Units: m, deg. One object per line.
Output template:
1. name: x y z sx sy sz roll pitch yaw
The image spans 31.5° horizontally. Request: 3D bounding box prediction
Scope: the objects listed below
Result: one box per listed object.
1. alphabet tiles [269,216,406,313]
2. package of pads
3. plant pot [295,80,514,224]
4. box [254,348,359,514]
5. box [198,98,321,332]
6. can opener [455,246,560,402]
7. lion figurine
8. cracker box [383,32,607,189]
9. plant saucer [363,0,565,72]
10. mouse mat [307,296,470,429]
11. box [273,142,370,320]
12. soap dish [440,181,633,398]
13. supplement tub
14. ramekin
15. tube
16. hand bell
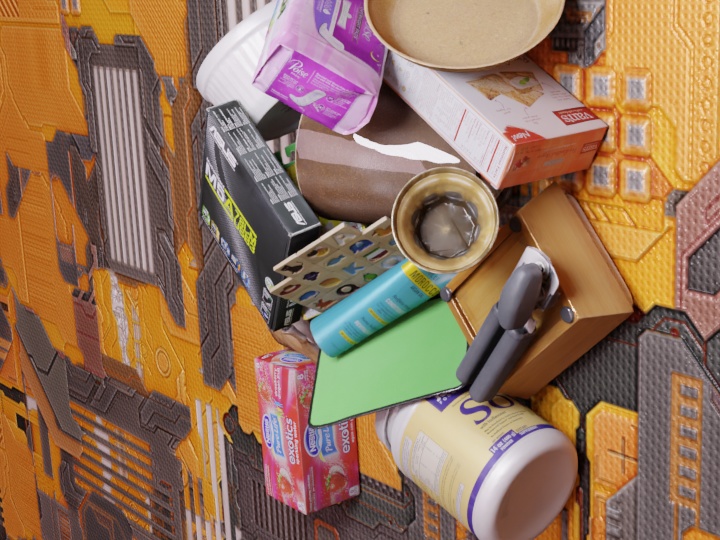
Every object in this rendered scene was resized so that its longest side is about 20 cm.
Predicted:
1. alphabet tiles: 0.000 0.000 1.436 0.166 0.199 0.006 -31 59 24
2. package of pads: -0.030 -0.241 1.300 0.076 0.120 0.201 -47 24 43
3. plant pot: 0.064 -0.125 1.382 0.199 0.186 0.189 17 115 33
4. box: -0.071 0.209 1.709 0.099 0.095 0.202 13 111 51
5. box: -0.122 -0.061 1.477 0.201 0.047 0.194 56 155 25
6. can opener: 0.137 0.059 1.275 0.053 0.066 0.201 53 138 29
7. lion figurine: -0.069 0.083 1.641 0.200 0.072 0.123 46 171 51
8. cracker box: 0.132 -0.171 1.289 0.200 0.133 0.058 48 136 32
9. plant saucer: 0.104 -0.260 1.272 0.200 0.199 0.036 47 161 33
10. mouse mat: 0.034 0.099 1.447 0.199 0.162 0.008 -19 126 22
11. box: -0.050 -0.055 1.528 0.117 0.048 0.201 -22 89 12
12. soap dish: 0.177 0.028 1.337 0.158 0.081 0.200 62 142 18
13. supplement tub: 0.124 0.195 1.406 0.200 0.145 0.146 36 128 41
14. ramekin: -0.088 -0.237 1.517 0.095 0.202 0.202 55 140 9
15. tube: 0.035 0.028 1.454 0.199 0.077 0.051 -33 51 18
16. hand bell: 0.090 -0.029 1.314 0.200 0.103 0.105 64 -177 -78
